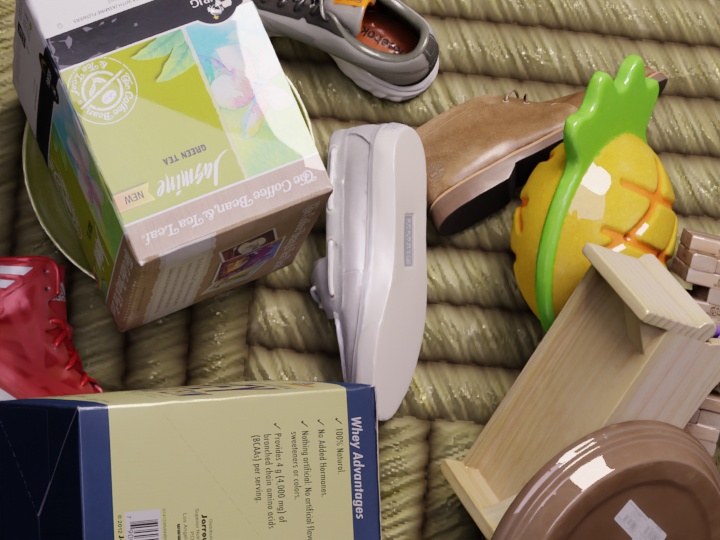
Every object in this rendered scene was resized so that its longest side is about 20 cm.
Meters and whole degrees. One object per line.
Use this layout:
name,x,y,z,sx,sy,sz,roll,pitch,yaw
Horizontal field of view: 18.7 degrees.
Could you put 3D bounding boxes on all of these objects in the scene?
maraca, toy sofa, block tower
maraca,0.160,-0.045,1.467,0.107,0.200,0.137,19,29,27
toy sofa,0.150,0.089,1.425,0.098,0.083,0.200,16,115,-37
block tower,0.217,0.076,1.464,0.058,0.054,0.200,13,98,-4

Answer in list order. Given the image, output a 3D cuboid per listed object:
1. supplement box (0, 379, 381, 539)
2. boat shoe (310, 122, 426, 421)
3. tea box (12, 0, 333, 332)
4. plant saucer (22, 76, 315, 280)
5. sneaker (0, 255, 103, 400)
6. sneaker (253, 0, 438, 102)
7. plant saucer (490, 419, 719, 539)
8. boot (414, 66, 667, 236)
supplement box,-0.104,0.172,1.339,0.200,0.134,0.200,-2,90,-31
boat shoe,0.000,0.000,1.481,0.068,0.072,0.200,3,96,28
tea box,-0.124,-0.089,1.381,0.134,0.200,0.197,-23,81,-14
plant saucer,-0.131,-0.074,1.496,0.200,0.031,0.200,2,76,-8
sneaker,-0.195,0.057,1.432,0.200,0.078,0.116,28,76,-3
sneaker,-0.033,-0.188,1.513,0.200,0.079,0.074,24,76,-1
plant saucer,0.162,0.192,1.405,0.200,0.029,0.200,-14,118,-28
boot,0.121,-0.104,1.526,0.200,0.074,0.075,-28,70,-13
